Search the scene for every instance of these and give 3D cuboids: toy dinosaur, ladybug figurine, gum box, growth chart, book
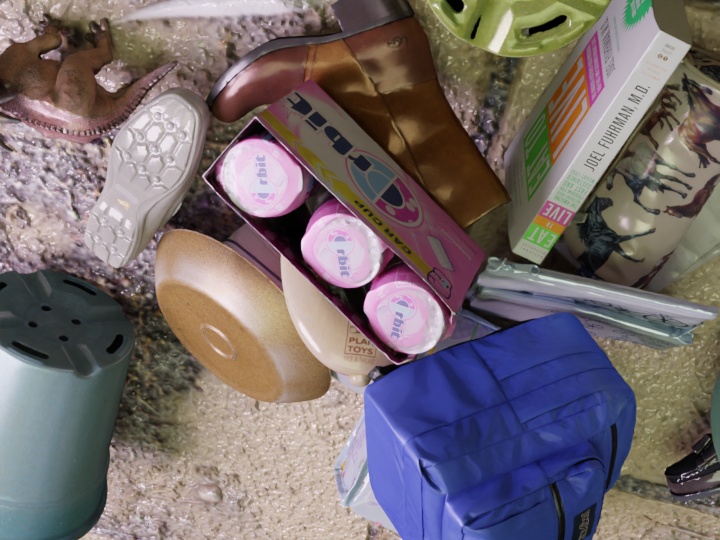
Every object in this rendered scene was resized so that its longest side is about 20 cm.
[{"bbox_3d":[-0.247,-0.133,0.947,0.198,0.136,0.086,8,127,4],"label":"toy dinosaur"},{"bbox_3d":[0.000,0.000,0.977,0.134,0.202,0.072,9,156,-7],"label":"ladybug figurine"},{"bbox_3d":[-0.003,-0.034,0.864,0.200,0.114,0.066,44,117,-3],"label":"gum box"},{"bbox_3d":[0.251,-0.050,0.989,0.199,0.018,0.145,-30,114,28],"label":"growth chart"},{"bbox_3d":[0.172,-0.117,0.883,0.048,0.134,0.201,23,126,-9],"label":"book"}]

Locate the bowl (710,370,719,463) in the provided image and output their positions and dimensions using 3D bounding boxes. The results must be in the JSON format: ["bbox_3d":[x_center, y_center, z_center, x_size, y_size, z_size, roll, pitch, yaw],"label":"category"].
[{"bbox_3d":[0.397,0.128,0.982,0.199,0.105,0.203,0,95,2],"label":"bowl"}]

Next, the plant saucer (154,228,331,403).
[{"bbox_3d":[-0.114,0.052,1.053,0.199,0.035,0.201,32,150,21],"label":"plant saucer"}]

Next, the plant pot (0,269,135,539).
[{"bbox_3d":[-0.305,0.120,1.115,0.199,0.201,0.197,22,119,-6],"label":"plant pot"}]

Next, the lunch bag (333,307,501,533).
[{"bbox_3d":[0.093,0.144,1.090,0.168,0.127,0.201,25,100,-9],"label":"lunch bag"}]

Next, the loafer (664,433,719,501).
[{"bbox_3d":[0.359,0.140,1.084,0.199,0.072,0.063,-29,98,19],"label":"loafer"}]

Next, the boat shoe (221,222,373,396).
[{"bbox_3d":[-0.036,0.031,1.039,0.199,0.066,0.072,38,159,13],"label":"boat shoe"}]

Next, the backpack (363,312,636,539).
[{"bbox_3d":[0.122,0.144,0.944,0.199,0.168,0.163,-23,144,-18],"label":"backpack"}]

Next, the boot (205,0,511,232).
[{"bbox_3d":[-0.006,-0.096,0.939,0.187,0.068,0.201,-26,95,12],"label":"boot"}]

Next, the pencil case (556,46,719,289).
[{"bbox_3d":[0.226,-0.077,0.918,0.089,0.078,0.201,16,126,-14],"label":"pencil case"}]

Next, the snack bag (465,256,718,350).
[{"bbox_3d":[0.182,0.032,0.980,0.187,0.022,0.200,13,171,1],"label":"snack bag"}]

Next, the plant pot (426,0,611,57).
[{"bbox_3d":[0.104,-0.233,0.779,0.198,0.191,0.202,5,127,7],"label":"plant pot"}]

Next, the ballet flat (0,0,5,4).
[{"bbox_3d":[-0.287,-0.278,0.894,0.069,0.070,0.201,14,126,0],"label":"ballet flat"}]

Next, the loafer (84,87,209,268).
[{"bbox_3d":[-0.173,-0.083,1.003,0.070,0.070,0.200,40,133,-2],"label":"loafer"}]
